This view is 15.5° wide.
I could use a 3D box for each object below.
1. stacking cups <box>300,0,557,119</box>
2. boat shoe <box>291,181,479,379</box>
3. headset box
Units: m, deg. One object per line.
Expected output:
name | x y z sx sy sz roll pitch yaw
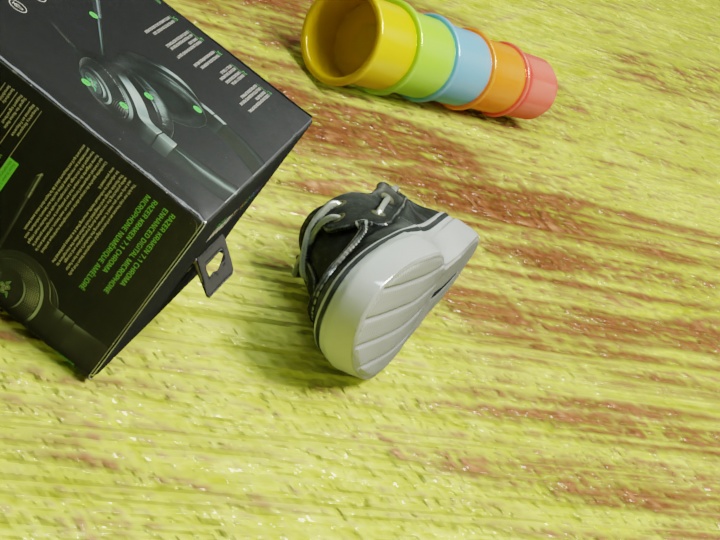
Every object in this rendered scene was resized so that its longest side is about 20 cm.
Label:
stacking cups | 0.047 -0.119 1.566 0.200 0.061 0.061 14 32 -53
boat shoe | 0.000 0.000 1.261 0.071 0.072 0.200 31 12 7
headset box | -0.131 -0.064 1.142 0.200 0.093 0.174 38 22 -1
